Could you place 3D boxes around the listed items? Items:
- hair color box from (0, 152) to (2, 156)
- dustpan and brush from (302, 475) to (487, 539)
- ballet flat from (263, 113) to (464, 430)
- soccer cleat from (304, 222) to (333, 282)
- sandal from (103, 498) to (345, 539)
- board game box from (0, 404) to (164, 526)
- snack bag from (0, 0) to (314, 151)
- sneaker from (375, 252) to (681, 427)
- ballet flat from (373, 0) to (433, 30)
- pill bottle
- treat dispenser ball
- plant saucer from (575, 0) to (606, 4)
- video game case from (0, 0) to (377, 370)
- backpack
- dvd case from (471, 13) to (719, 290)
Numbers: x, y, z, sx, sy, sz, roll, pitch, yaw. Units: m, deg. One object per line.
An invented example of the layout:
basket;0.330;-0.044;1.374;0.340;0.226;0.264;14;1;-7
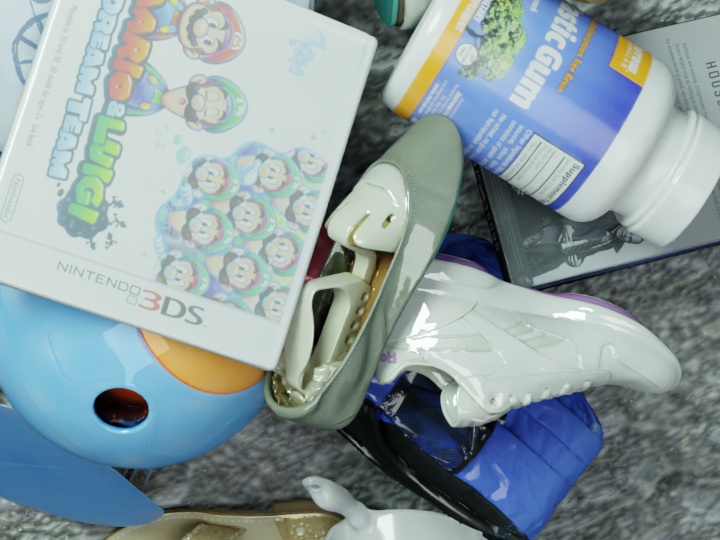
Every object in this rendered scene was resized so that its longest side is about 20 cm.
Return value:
hair color box;-0.255;-0.142;0.911;0.060;0.099;0.202;-2;115;-4
dustpan and brush;0.015;0.197;1.069;0.138;0.058;0.200;-18;152;25
ballet flat;0.000;0.000;0.843;0.063;0.067;0.202;14;102;-44
soccer cleat;-0.092;0.033;1.034;0.200;0.067;0.077;-45;78;22
sandal;-0.111;0.228;1.110;0.209;0.070;0.078;-11;115;0
board game box;-0.230;0.122;1.036;0.156;0.039;0.200;-1;145;30
snack bag;-0.118;-0.158;0.829;0.197;0.021;0.191;-1;117;-9
sneaker;0.099;0.057;0.897;0.198;0.075;0.101;15;79;-7
ballet flat;0.041;-0.234;0.889;0.068;0.070;0.201;-4;143;-3
pill bottle;0.122;-0.101;0.887;0.199;0.112;0.113;30;110;-4
treat dispenser ball;-0.138;0.022;0.912;0.198;0.201;0.203;-2;115;-4
plant saucer;0.089;-0.243;0.848;0.035;0.201;0.201;-21;117;26
video game case;-0.101;-0.067;0.805;0.180;0.024;0.202;19;85;-18
backpack;0.076;0.083;1.009;0.200;0.162;0.168;44;85;-19
dvd case;0.174;-0.079;0.960;0.198;0.025;0.152;-13;81;-8
